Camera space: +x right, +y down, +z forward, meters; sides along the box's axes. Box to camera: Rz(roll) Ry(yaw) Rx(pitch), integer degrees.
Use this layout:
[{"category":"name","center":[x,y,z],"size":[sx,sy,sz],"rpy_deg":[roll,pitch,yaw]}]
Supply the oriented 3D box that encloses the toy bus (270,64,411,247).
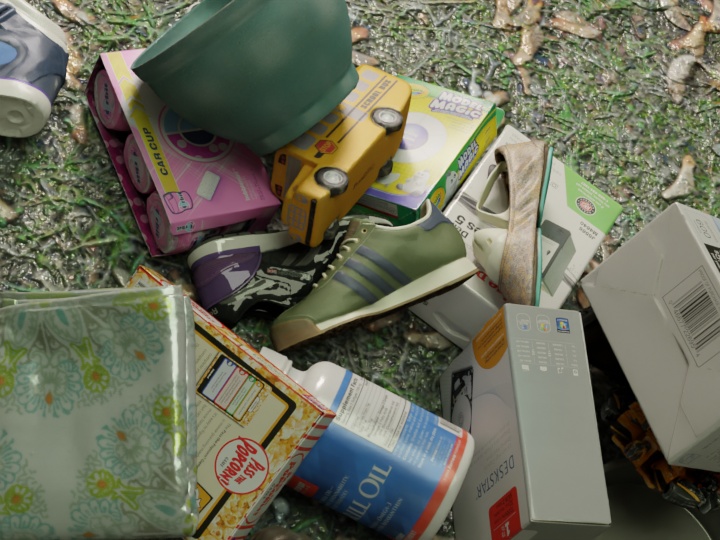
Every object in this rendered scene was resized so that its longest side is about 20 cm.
[{"category":"toy bus","center":[-0.019,-0.108,1.371],"size":[0.078,0.065,0.200],"rpy_deg":[26,46,14]}]

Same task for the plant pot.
[{"category":"plant pot","center":[-0.085,-0.188,1.325],"size":[0.134,0.200,0.200],"rpy_deg":[53,53,-15]}]

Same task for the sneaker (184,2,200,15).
[{"category":"sneaker","center":[-0.088,-0.214,1.463],"size":[0.200,0.099,0.071],"rpy_deg":[45,56,9]}]

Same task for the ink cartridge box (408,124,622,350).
[{"category":"ink cartridge box","center":[0.143,-0.021,1.453],"size":[0.145,0.084,0.200],"rpy_deg":[36,55,1]}]

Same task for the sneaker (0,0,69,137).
[{"category":"sneaker","center":[-0.367,-0.205,1.361],"size":[0.199,0.081,0.147],"rpy_deg":[13,49,-11]}]

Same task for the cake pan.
[{"category":"cake pan","center":[0.268,0.270,1.362],"size":[0.200,0.037,0.201],"rpy_deg":[11,58,-17]}]

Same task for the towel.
[{"category":"towel","center":[-0.215,0.112,1.176],"size":[0.171,0.048,0.201],"rpy_deg":[-4,81,12]}]

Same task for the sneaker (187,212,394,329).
[{"category":"sneaker","center":[-0.054,0.009,1.369],"size":[0.199,0.076,0.088],"rpy_deg":[-11,70,-17]}]

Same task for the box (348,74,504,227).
[{"category":"box","center":[0.054,-0.122,1.473],"size":[0.117,0.048,0.200],"rpy_deg":[19,48,22]}]

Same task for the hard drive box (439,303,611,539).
[{"category":"hard drive box","center":[0.140,0.154,1.306],"size":[0.077,0.156,0.200],"rpy_deg":[6,58,-19]}]

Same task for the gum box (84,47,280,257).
[{"category":"gum box","center":[-0.165,-0.110,1.386],"size":[0.113,0.066,0.200],"rpy_deg":[-12,66,-31]}]

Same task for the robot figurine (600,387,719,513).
[{"category":"robot figurine","center":[0.308,0.155,1.390],"size":[0.200,0.058,0.145],"rpy_deg":[1,45,-51]}]

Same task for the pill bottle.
[{"category":"pill bottle","center":[-0.013,0.147,1.271],"size":[0.200,0.112,0.112],"rpy_deg":[27,54,-2]}]

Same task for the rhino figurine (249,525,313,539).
[{"category":"rhino figurine","center":[-0.013,0.275,1.229],"size":[0.200,0.060,0.088],"rpy_deg":[24,53,-10]}]

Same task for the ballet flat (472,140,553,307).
[{"category":"ballet flat","center":[0.138,-0.037,1.379],"size":[0.067,0.068,0.200],"rpy_deg":[7,53,5]}]

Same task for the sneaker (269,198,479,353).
[{"category":"sneaker","center":[0.000,0.000,1.327],"size":[0.200,0.067,0.090],"rpy_deg":[-21,82,-15]}]

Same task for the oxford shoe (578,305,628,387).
[{"category":"oxford shoe","center":[0.248,0.070,1.420],"size":[0.200,0.073,0.085],"rpy_deg":[-2,66,-50]}]

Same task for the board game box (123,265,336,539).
[{"category":"board game box","center":[-0.144,0.116,1.209],"size":[0.200,0.046,0.152],"rpy_deg":[38,91,14]}]

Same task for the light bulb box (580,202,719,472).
[{"category":"light bulb box","center":[0.331,0.069,1.329],"size":[0.200,0.125,0.199],"rpy_deg":[14,44,-43]}]
